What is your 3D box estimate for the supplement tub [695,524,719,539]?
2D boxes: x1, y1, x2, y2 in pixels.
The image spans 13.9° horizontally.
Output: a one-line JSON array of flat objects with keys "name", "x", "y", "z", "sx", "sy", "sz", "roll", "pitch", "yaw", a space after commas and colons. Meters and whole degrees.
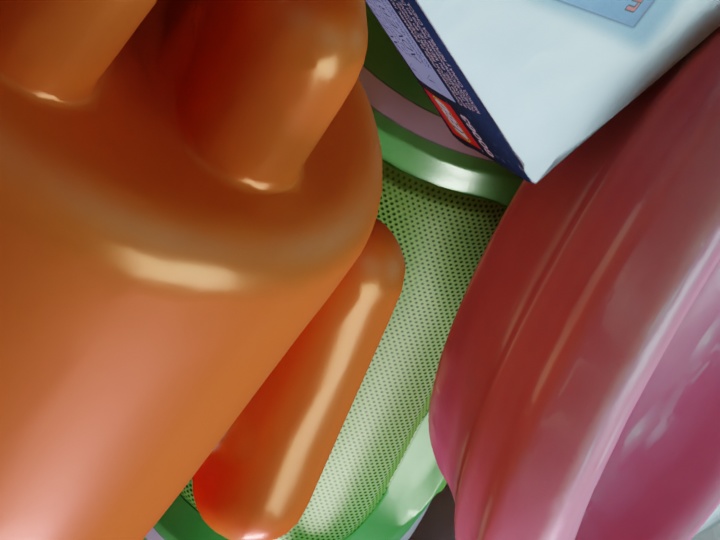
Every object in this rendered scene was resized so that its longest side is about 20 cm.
[{"name": "supplement tub", "x": 0.029, "y": 0.146, "z": 0.882, "sx": 0.199, "sy": 0.141, "sz": 0.140, "roll": -19, "pitch": 161, "yaw": 13}]

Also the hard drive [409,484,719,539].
[{"name": "hard drive", "x": 0.038, "y": 0.065, "z": 0.832, "sx": 0.200, "sy": 0.132, "sz": 0.027, "roll": -31, "pitch": 112, "yaw": -19}]

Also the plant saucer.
[{"name": "plant saucer", "x": 0.078, "y": -0.007, "z": 0.671, "sx": 0.201, "sy": 0.051, "sz": 0.201, "roll": -50, "pitch": 162, "yaw": -23}]

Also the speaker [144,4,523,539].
[{"name": "speaker", "x": 0.000, "y": 0.000, "z": 0.726, "sx": 0.088, "sy": 0.088, "sz": 0.200, "roll": -23, "pitch": 150, "yaw": -41}]

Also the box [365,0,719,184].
[{"name": "box", "x": 0.068, "y": -0.133, "z": 0.575, "sx": 0.200, "sy": 0.038, "sz": 0.137, "roll": -40, "pitch": 120, "yaw": -8}]

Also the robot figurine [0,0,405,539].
[{"name": "robot figurine", "x": -0.072, "y": 0.001, "z": 0.555, "sx": 0.144, "sy": 0.117, "sz": 0.200, "roll": -11, "pitch": 147, "yaw": -50}]
